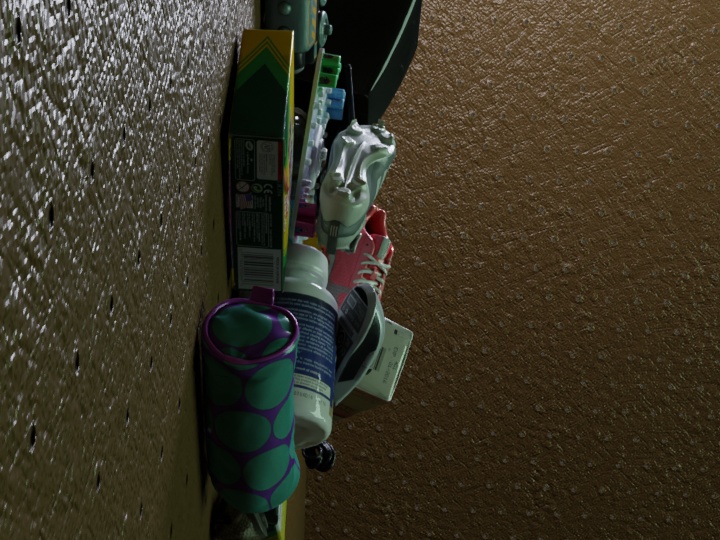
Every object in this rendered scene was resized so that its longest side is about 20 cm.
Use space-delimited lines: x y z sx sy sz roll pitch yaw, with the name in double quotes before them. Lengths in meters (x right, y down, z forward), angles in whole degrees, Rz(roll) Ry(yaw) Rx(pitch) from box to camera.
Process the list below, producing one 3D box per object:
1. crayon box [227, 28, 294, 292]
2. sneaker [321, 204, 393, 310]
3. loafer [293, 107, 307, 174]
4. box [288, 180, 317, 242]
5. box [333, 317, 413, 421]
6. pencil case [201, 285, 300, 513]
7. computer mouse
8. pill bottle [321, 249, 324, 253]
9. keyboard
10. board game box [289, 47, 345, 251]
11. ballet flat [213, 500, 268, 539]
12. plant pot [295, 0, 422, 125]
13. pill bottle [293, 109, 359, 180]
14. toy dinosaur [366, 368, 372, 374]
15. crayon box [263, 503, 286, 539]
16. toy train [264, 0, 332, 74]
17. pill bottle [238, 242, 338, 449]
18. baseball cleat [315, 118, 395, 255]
"crayon box" -0.097 -0.110 1.306 0.173 0.058 0.201 -87 -179 -46
"sneaker" 0.000 0.000 1.495 0.087 0.073 0.201 -40 -144 32
"loafer" -0.095 -0.162 1.562 0.200 0.075 0.070 112 -33 -83
"box" -0.090 -0.022 1.689 0.049 0.082 0.201 -85 178 -54
"box" -0.034 0.127 1.814 0.200 0.127 0.110 -33 -146 63
"pencil case" -0.095 0.118 1.146 0.093 0.084 0.201 -64 163 -46
"computer mouse" -0.018 0.109 1.404 0.201 0.044 0.110 -63 -153 16
"pill bottle" -0.080 0.075 1.586 0.111 0.110 0.202 92 0 -87
"keyboard" -0.029 -0.137 1.567 0.127 0.020 0.201 129 -34 -50
"board game box" -0.045 -0.125 1.444 0.200 0.026 0.202 79 20 -86
"ballet flat" -0.125 0.254 1.337 0.068 0.046 0.200 62 -6 -1
"plant pot" -0.033 -0.303 1.802 0.200 0.198 0.179 94 12 -71
"pill bottle" -0.054 -0.158 1.739 0.200 0.105 0.107 159 -66 -76
"toy dinosaur" -0.080 0.073 1.486 0.047 0.200 0.088 -30 160 -49
"crayon box" -0.119 0.275 1.637 0.200 0.050 0.128 91 2 -68
"toy train" -0.081 -0.338 1.581 0.114 0.085 0.201 -63 161 -59
"pill bottle" -0.080 0.078 1.370 0.111 0.110 0.201 93 0 -62
"baseball cleat" -0.014 -0.086 1.402 0.200 0.069 0.107 -61 168 -57
